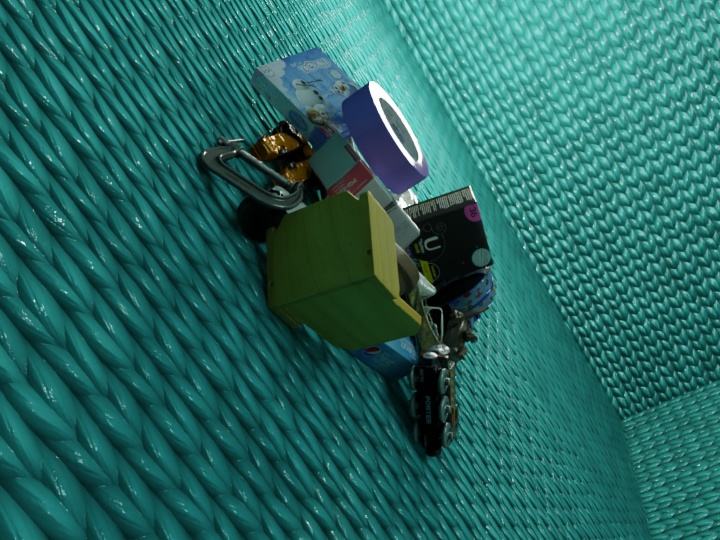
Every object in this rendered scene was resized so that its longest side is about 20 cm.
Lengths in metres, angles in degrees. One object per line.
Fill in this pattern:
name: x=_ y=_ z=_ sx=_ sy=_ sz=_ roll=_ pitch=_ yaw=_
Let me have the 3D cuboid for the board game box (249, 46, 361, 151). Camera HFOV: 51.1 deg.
board game box: x=-0.081 y=-0.338 z=1.469 sx=0.199 sy=0.044 sz=0.199 roll=44 pitch=43 yaw=9

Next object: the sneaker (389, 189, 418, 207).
sneaker: x=0.088 y=-0.164 z=1.845 sx=0.115 sy=0.075 sz=0.203 roll=45 pitch=29 yaw=-42

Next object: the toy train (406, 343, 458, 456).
toy train: x=0.139 y=0.238 z=1.398 sx=0.114 sy=0.084 sz=0.204 roll=-35 pitch=123 yaw=-61

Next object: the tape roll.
tape roll: x=0.047 y=-0.242 z=1.379 sx=0.201 sy=0.065 sz=0.202 roll=49 pitch=22 yaw=-27

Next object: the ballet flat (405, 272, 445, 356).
ballet flat: x=0.122 y=0.067 z=1.447 sx=0.070 sy=0.069 sz=0.204 roll=-12 pitch=88 yaw=-69

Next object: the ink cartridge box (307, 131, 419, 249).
ink cartridge box: x=0.007 y=-0.134 z=1.369 sx=0.200 sy=0.085 sz=0.146 roll=45 pitch=8 yaw=-34

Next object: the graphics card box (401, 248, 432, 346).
graphics card box: x=0.097 y=0.053 z=1.546 sx=0.125 sy=0.050 sz=0.204 roll=122 pitch=-52 yaw=-83

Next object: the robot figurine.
robot figurine: x=-0.132 y=-0.200 z=1.377 sx=0.147 sy=0.058 sz=0.200 roll=59 pitch=19 yaw=-5

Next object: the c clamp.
c clamp: x=-0.164 y=-0.159 z=1.189 sx=0.199 sy=0.027 sz=0.170 roll=36 pitch=26 yaw=17

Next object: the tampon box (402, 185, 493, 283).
tampon box: x=0.177 y=-0.073 z=1.670 sx=0.127 sy=0.196 sz=0.152 roll=-87 pitch=158 yaw=-66

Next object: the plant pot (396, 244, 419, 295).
plant pot: x=0.000 y=0.000 z=1.353 sx=0.201 sy=0.199 sz=0.093 roll=47 pitch=69 yaw=-35

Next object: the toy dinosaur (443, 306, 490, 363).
toy dinosaur: x=0.202 y=0.150 z=1.631 sx=0.085 sy=0.202 sz=0.135 roll=31 pitch=1 yaw=9

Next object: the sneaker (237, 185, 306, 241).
sneaker: x=-0.148 y=-0.099 z=1.226 sx=0.089 sy=0.074 sz=0.199 roll=50 pitch=16 yaw=21

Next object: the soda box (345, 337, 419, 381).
soda box: x=0.033 y=0.130 z=1.369 sx=0.200 sy=0.063 sz=0.069 roll=40 pitch=30 yaw=-47

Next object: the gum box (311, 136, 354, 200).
gum box: x=-0.055 y=-0.232 z=1.519 sx=0.114 sy=0.065 sz=0.203 roll=100 pitch=-18 yaw=-53

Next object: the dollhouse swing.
dollhouse swing: x=-0.015 y=0.007 z=1.167 sx=0.175 sy=0.197 sz=0.186 roll=23 pitch=56 yaw=-51

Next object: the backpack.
backpack: x=0.226 y=0.057 z=1.733 sx=0.135 sy=0.198 sz=0.184 roll=54 pitch=21 yaw=-20
